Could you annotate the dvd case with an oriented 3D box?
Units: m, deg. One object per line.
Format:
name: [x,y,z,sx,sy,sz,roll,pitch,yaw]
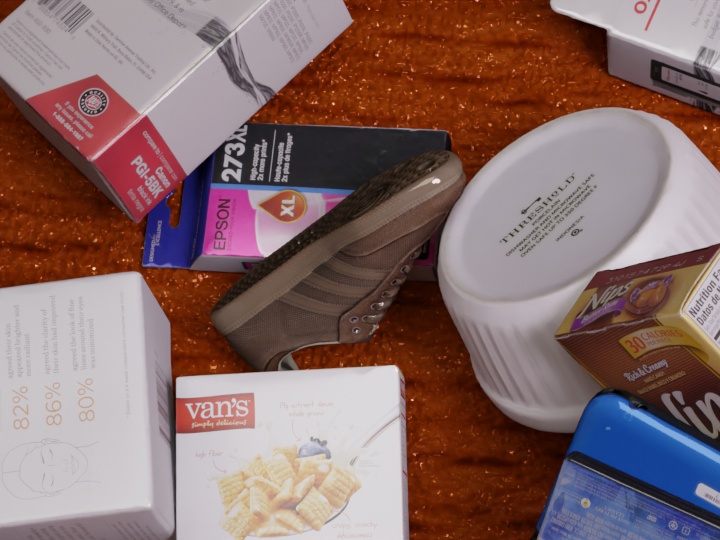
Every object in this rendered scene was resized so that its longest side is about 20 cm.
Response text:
dvd case: [0.147,0.217,1.311,0.142,0.018,0.201,23,108,18]

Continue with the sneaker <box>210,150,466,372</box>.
sneaker: [0.000,0.000,1.482,0.200,0.071,0.076,-33,105,29]

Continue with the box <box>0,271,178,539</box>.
box: [-0.219,0.098,1.485,0.199,0.106,0.153,-7,71,5]

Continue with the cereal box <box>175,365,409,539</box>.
cereal box: [-0.041,0.161,1.467,0.143,0.040,0.201,-4,77,7]

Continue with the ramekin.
ramekin: [0.137,-0.009,1.429,0.201,0.094,0.203,-24,38,20]

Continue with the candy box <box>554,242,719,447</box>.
candy box: [0.213,0.078,1.305,0.200,0.116,0.057,46,63,-16]

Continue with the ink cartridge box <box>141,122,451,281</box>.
ink cartridge box: [-0.043,-0.046,1.551,0.199,0.037,0.095,2,71,10]

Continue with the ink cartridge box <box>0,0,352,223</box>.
ink cartridge box: [-0.127,-0.153,1.555,0.200,0.083,0.147,-43,55,-8]

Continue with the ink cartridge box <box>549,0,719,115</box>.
ink cartridge box: [0.234,-0.168,1.536,0.199,0.068,0.117,22,74,14]

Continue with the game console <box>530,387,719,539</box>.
game console: [0.210,0.158,1.357,0.199,0.118,0.171,28,122,15]
